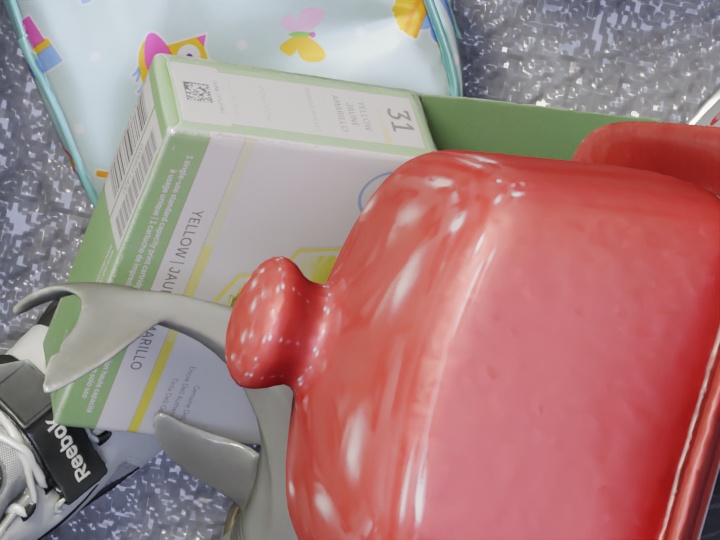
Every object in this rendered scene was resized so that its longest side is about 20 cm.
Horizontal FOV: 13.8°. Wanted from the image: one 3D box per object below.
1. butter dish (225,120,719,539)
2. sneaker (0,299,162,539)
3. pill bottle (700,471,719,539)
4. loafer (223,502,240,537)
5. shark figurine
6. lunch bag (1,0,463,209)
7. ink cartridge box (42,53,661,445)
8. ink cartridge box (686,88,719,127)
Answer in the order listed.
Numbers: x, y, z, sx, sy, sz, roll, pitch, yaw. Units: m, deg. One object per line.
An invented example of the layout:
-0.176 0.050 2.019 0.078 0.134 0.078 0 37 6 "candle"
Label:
0.028 0.035 0.953 0.147 0.199 0.201 17 90 -15 "butter dish"
-0.125 0.069 1.119 0.200 0.089 0.074 -40 99 3 "sneaker"
0.124 0.122 1.020 0.113 0.200 0.114 -3 110 -7 "pill bottle"
0.044 0.089 1.142 0.199 0.067 0.076 -16 102 0 "loafer"
-0.029 0.069 1.039 0.128 0.090 0.215 -20 138 3 "shark figurine"
-0.051 -0.114 1.091 0.160 0.077 0.201 -22 102 0 "lunch bag"
0.000 0.000 1.074 0.199 0.048 0.146 7 131 -22 "ink cartridge box"
0.175 -0.018 1.062 0.145 0.200 0.083 -44 104 6 "ink cartridge box"
